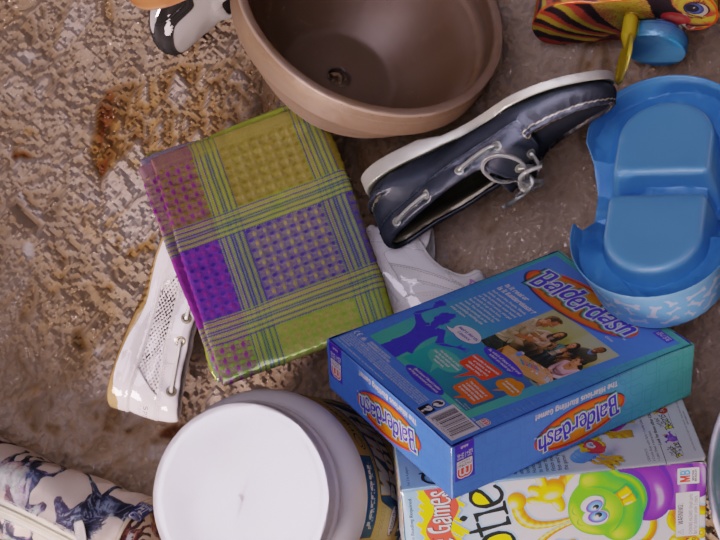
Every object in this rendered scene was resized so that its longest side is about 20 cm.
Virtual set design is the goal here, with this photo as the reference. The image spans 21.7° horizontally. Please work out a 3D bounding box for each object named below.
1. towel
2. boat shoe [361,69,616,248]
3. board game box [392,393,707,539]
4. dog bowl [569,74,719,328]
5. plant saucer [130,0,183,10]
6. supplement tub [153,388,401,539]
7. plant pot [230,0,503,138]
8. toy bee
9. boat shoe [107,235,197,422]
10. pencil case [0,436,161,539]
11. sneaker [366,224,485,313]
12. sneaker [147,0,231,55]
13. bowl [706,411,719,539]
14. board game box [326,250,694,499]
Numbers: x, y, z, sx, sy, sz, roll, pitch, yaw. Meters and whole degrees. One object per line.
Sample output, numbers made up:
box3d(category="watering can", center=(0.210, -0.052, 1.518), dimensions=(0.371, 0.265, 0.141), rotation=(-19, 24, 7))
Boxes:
box3d(category="towel", center=(-0.067, -0.025, 1.348), dimensions=(0.142, 0.023, 0.202), rotation=(-20, 65, -5))
box3d(category="boat shoe", center=(0.094, -0.078, 1.315), dimensions=(0.198, 0.075, 0.062), rotation=(-24, 71, 14))
box3d(category="board game box", center=(0.124, 0.151, 1.263), dimensions=(0.198, 0.105, 0.104), rotation=(-5, 118, -1))
box3d(category="dog bowl", center=(0.208, -0.046, 1.288), dimensions=(0.110, 0.050, 0.201), rotation=(-1, 50, 19))
box3d(category="plant saucer", center=(-0.103, -0.273, 1.370), dimensions=(0.200, 0.201, 0.032), rotation=(-40, 120, 8))
box3d(category="supplement tub", center=(-0.053, 0.157, 1.301), dimensions=(0.143, 0.200, 0.146), rotation=(-2, 83, 14))
box3d(category="plant pot", center=(-0.005, -0.166, 1.361), dimensions=(0.199, 0.093, 0.203), rotation=(10, 55, -15))
box3d(category="toy bee", center=(0.213, -0.202, 1.318), dimensions=(0.198, 0.109, 0.132), rotation=(-15, 64, 9))
box3d(category="boat shoe", center=(-0.126, 0.017, 1.409), dimensions=(0.069, 0.071, 0.202), rotation=(19, 88, 4))
box3d(category="pencil case", center=(-0.247, 0.176, 1.408), dimensions=(0.198, 0.089, 0.079), rotation=(20, 89, 17))
box3d(category="sneaker", center=(0.000, 0.000, 1.383), dimensions=(0.199, 0.075, 0.100), rotation=(26, 74, 15))
box3d(category="sneaker", center=(-0.079, -0.234, 1.420), dimensions=(0.200, 0.074, 0.080), rotation=(-46, 77, 6))
box3d(category="bowl", center=(0.333, 0.139, 1.250), dimensions=(0.198, 0.105, 0.203), rotation=(-2, 83, 14))
box3d(category="board game box", center=(0.100, 0.065, 1.261), dimensions=(0.198, 0.045, 0.152), rotation=(-20, 35, -25))
